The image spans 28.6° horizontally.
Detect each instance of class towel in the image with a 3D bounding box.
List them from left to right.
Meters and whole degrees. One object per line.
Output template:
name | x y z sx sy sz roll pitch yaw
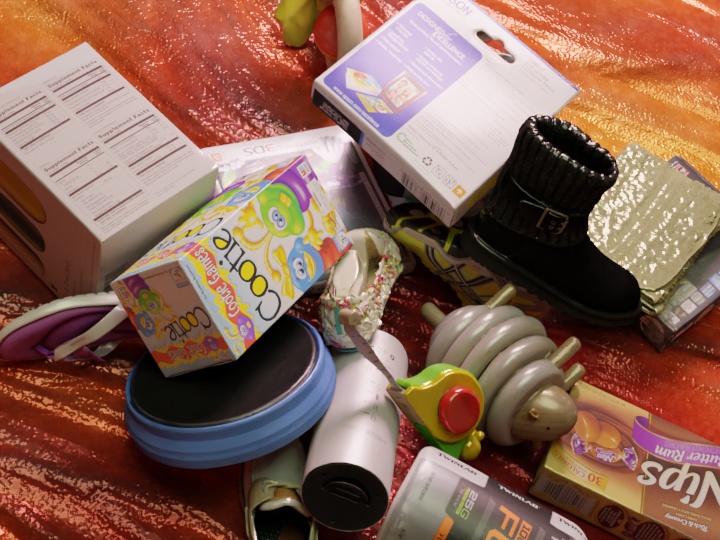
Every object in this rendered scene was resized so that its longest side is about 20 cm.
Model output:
towel | 0.299 -0.047 1.522 0.147 0.037 0.200 34 55 14

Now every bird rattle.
bird rattle | -0.018 -0.296 1.595 0.111 0.200 0.166 -8 80 -19

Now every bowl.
bowl | -0.121 0.102 1.291 0.197 0.040 0.201 -10 30 6

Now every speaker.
speaker | -0.003 0.141 1.294 0.080 0.082 0.201 15 34 -3

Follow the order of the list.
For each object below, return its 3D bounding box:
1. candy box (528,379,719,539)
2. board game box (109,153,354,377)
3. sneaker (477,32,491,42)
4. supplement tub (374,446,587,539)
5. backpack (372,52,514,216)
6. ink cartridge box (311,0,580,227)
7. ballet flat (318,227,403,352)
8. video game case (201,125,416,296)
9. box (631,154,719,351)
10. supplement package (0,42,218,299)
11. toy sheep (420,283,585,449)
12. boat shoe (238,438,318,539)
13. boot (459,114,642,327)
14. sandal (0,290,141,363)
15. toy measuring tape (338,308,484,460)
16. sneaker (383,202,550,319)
candy box | 0.275 0.202 1.375 0.198 0.057 0.117 25 51 6
board game box | -0.115 -0.007 1.301 0.200 0.104 0.104 -46 112 -44
sneaker | 0.085 -0.257 1.659 0.093 0.071 0.200 32 49 17
supplement tub | 0.116 0.253 1.251 0.198 0.123 0.123 27 51 7
backpack | 0.107 -0.150 1.528 0.197 0.152 0.179 -7 47 -6
ink cartridge box | 0.086 -0.174 1.431 0.197 0.047 0.200 42 63 15
ballet flat | 0.000 0.000 1.381 0.074 0.065 0.201 -7 32 11
video game case | -0.058 -0.064 1.507 0.179 0.023 0.202 -12 58 -22
box | 0.341 -0.022 1.566 0.199 0.049 0.161 -32 69 -31
supplement package | -0.264 -0.081 1.380 0.200 0.153 0.150 42 55 18
toy sheep | 0.132 0.093 1.374 0.137 0.139 0.200 -27 49 -30
boat shoe | -0.068 0.218 1.262 0.074 0.069 0.202 2 53 -14
boot | 0.216 -0.044 1.377 0.209 0.159 0.080 24 33 -13
sandal | -0.241 0.059 1.323 0.200 0.083 0.050 -12 57 -19
toy measuring tape | 0.057 0.093 1.278 0.201 0.073 0.074 53 47 -23
sneaker | 0.108 -0.001 1.462 0.198 0.077 0.076 29 31 5
